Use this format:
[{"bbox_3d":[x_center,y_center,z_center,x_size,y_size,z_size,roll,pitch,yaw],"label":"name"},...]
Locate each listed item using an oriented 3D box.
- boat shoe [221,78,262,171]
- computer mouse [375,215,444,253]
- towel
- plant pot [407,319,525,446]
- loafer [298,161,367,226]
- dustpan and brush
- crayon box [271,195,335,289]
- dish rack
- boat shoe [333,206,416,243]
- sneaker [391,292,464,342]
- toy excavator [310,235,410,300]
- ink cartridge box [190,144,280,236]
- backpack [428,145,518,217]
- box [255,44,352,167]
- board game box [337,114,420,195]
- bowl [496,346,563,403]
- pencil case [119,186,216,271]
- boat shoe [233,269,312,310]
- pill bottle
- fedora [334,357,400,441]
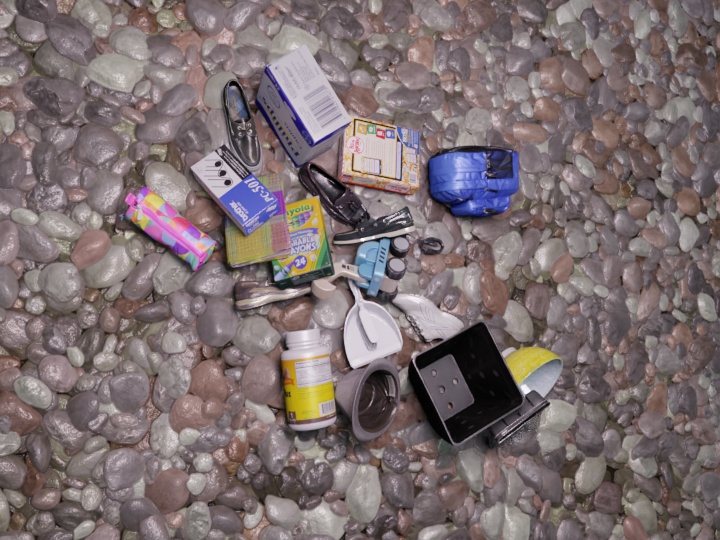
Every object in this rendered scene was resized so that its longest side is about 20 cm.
[{"bbox_3d":[-0.266,-0.324,1.292,0.067,0.056,0.206,-17,89,-19],"label":"boat shoe"},{"bbox_3d":[0.117,-0.081,1.410,0.196,0.034,0.060,21,61,-20],"label":"computer mouse"},{"bbox_3d":[-0.223,-0.107,1.243,0.139,0.023,0.205,-13,65,4],"label":"towel"},{"bbox_3d":[0.216,0.261,1.313,0.196,0.178,0.204,-24,79,-18],"label":"plant pot"},{"bbox_3d":[-0.059,-0.175,1.341,0.199,0.063,0.073,39,73,-10],"label":"loafer"},{"bbox_3d":[0.007,0.102,1.331,0.136,0.057,0.204,-18,71,-16],"label":"dustpan and brush"},{"bbox_3d":[-0.135,-0.074,1.253,0.122,0.052,0.205,-15,64,3],"label":"crayon box"},{"bbox_3d":[0.363,0.365,1.357,0.151,0.202,0.055,-32,55,-9],"label":"dish rack"},{"bbox_3d":[0.026,-0.105,1.324,0.194,0.074,0.068,-9,98,17],"label":"boat shoe"},{"bbox_3d":[0.155,0.117,1.377,0.197,0.074,0.089,31,80,-12],"label":"sneaker"},{"bbox_3d":[0.000,0.000,1.306,0.194,0.101,0.198,16,50,-1],"label":"toy excavator"},{"bbox_3d":[-0.267,-0.174,1.235,0.093,0.045,0.200,-38,67,-17],"label":"ink cartridge box"},{"bbox_3d":[0.266,-0.217,1.403,0.194,0.162,0.173,0,87,-19],"label":"backpack"},{"bbox_3d":[-0.130,-0.349,1.265,0.104,0.200,0.186,-34,94,-17],"label":"box"},{"bbox_3d":[0.046,-0.276,1.385,0.194,0.046,0.156,9,72,-18],"label":"board game box"},{"bbox_3d":[0.381,0.252,1.404,0.197,0.203,0.108,-28,51,-19],"label":"bowl"},{"bbox_3d":[-0.397,-0.086,1.209,0.198,0.088,0.089,37,74,-12],"label":"pencil case"},{"bbox_3d":[-0.183,0.032,1.272,0.195,0.074,0.075,-14,88,-20],"label":"boat shoe"},{"bbox_3d":[-0.114,0.233,1.253,0.106,0.109,0.207,-5,85,-18],"label":"pill bottle"},{"bbox_3d":[0.007,0.275,1.272,0.198,0.088,0.183,12,87,-55],"label":"fedora"}]
